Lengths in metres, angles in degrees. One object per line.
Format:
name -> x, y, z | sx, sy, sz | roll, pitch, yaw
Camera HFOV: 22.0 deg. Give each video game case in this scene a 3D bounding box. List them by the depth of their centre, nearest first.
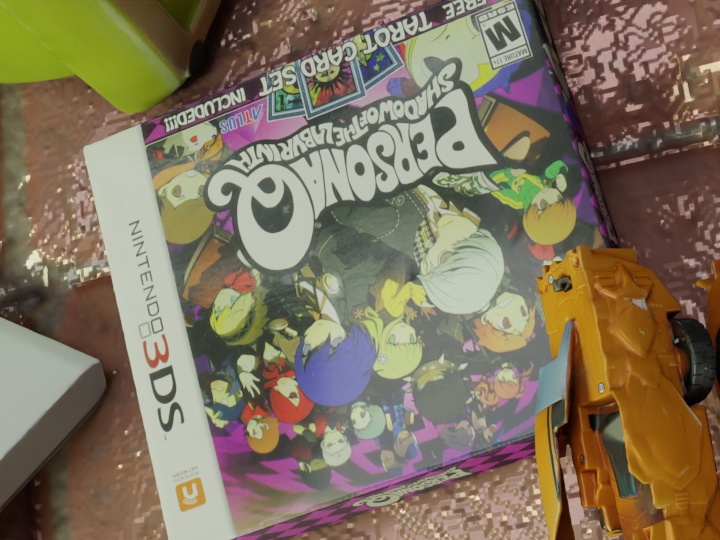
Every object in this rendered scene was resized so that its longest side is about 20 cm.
video game case -> 0.000, 0.000, 0.726 | 0.199, 0.036, 0.182 | -20, 70, 14

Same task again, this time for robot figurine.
robot figurine -> 0.123, 0.090, 0.620 | 0.144, 0.058, 0.201 | -2, 75, -23

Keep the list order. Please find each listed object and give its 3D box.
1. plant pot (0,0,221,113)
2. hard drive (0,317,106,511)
plant pot -> -0.143, -0.182, 0.752 | 0.181, 0.200, 0.200 | 19, 81, 17
hard drive -> -0.224, 0.051, 0.766 | 0.199, 0.027, 0.132 | 20, 49, 25
